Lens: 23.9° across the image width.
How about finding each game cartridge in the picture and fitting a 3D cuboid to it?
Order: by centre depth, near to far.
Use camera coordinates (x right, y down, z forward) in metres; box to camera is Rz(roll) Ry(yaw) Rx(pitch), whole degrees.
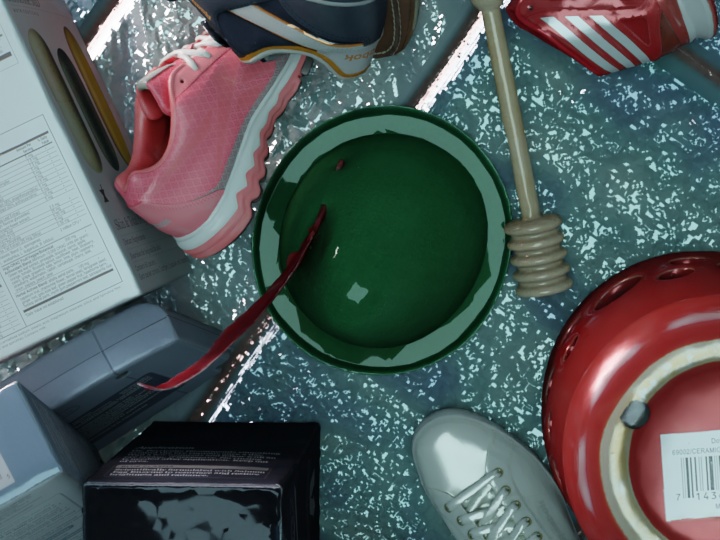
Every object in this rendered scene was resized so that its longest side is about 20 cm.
[{"bbox_3d":[-0.184,0.087,1.057,0.200,0.133,0.042,-32,70,7],"label":"game cartridge"}]

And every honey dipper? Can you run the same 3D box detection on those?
[{"bbox_3d":[0.097,-0.083,1.049,0.038,0.038,0.200,-10,101,7],"label":"honey dipper"}]

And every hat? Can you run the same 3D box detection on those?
[{"bbox_3d":[0.000,0.000,1.007,0.166,0.176,0.200,24,97,3],"label":"hat"}]

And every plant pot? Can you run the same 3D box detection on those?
[{"bbox_3d":[0.206,0.091,0.996,0.200,0.182,0.201,0,93,6],"label":"plant pot"}]

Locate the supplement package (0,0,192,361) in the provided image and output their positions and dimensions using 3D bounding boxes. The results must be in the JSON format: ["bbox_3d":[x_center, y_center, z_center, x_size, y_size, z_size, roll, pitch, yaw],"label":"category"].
[{"bbox_3d":[-0.223,-0.052,1.038,0.151,0.152,0.200,-25,92,7],"label":"supplement package"}]

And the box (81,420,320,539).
[{"bbox_3d":[-0.089,0.203,1.024,0.117,0.200,0.197,1,95,5],"label":"box"}]

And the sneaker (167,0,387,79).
[{"bbox_3d":[-0.074,-0.169,0.985,0.200,0.078,0.079,28,135,27],"label":"sneaker"}]

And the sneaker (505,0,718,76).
[{"bbox_3d":[0.128,-0.211,1.028,0.115,0.078,0.200,-25,91,6],"label":"sneaker"}]

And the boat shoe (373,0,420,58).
[{"bbox_3d":[-0.020,-0.212,1.015,0.076,0.072,0.200,-5,122,28],"label":"boat shoe"}]

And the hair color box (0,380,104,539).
[{"bbox_3d":[-0.205,0.133,0.987,0.099,0.200,0.061,-29,74,-5],"label":"hair color box"}]

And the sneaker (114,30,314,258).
[{"bbox_3d":[-0.088,-0.112,1.023,0.087,0.074,0.200,28,69,-34],"label":"sneaker"}]

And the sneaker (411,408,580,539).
[{"bbox_3d":[0.104,0.172,1.061,0.073,0.085,0.200,-39,89,9],"label":"sneaker"}]
